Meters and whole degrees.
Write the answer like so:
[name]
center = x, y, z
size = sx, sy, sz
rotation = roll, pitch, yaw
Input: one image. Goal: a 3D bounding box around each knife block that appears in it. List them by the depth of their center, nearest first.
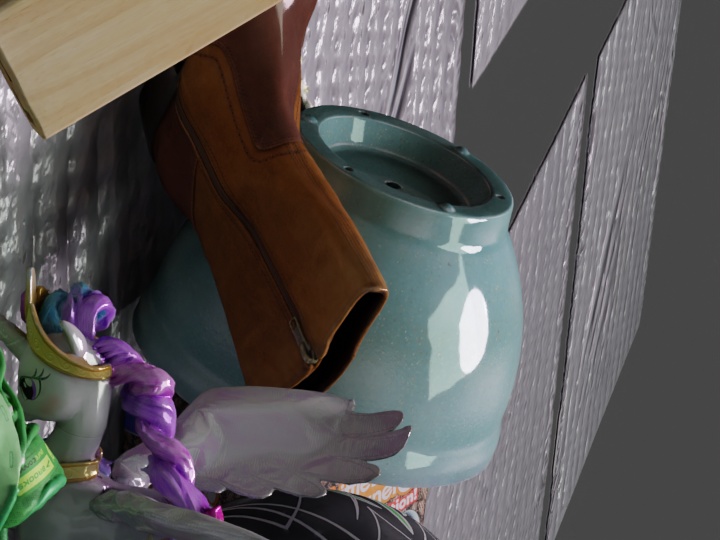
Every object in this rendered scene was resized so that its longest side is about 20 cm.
[knife block]
center = -0.048, -0.147, 1.087
size = 0.064, 0.175, 0.200
rotation = 64, 34, -32

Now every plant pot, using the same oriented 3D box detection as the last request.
[plant pot]
center = 0.000, 0.000, 1.320
size = 0.134, 0.200, 0.200
rotation = -67, 172, 22

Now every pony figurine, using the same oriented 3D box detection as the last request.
[pony figurine]
center = -0.090, 0.111, 1.107
size = 0.167, 0.193, 0.200
rotation = -69, 174, -72

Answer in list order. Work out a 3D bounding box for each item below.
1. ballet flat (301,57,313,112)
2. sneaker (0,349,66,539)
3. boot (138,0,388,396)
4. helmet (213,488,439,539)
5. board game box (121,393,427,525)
[ballet flat]
center = -0.054, -0.091, 1.374
size = 0.200, 0.076, 0.064
rotation = 90, -3, -54
[sneaker]
center = -0.155, 0.060, 1.032
size = 0.074, 0.083, 0.200
rotation = -56, 154, -58
[boot]
center = -0.036, -0.060, 1.186
size = 0.188, 0.068, 0.200
rotation = -53, -137, 33
[helmet]
center = -0.032, 0.199, 1.247
size = 0.200, 0.200, 0.191
rotation = 40, 64, -75
[board game box]
center = -0.049, 0.155, 1.428
size = 0.159, 0.097, 0.200
rotation = -20, 123, -49
